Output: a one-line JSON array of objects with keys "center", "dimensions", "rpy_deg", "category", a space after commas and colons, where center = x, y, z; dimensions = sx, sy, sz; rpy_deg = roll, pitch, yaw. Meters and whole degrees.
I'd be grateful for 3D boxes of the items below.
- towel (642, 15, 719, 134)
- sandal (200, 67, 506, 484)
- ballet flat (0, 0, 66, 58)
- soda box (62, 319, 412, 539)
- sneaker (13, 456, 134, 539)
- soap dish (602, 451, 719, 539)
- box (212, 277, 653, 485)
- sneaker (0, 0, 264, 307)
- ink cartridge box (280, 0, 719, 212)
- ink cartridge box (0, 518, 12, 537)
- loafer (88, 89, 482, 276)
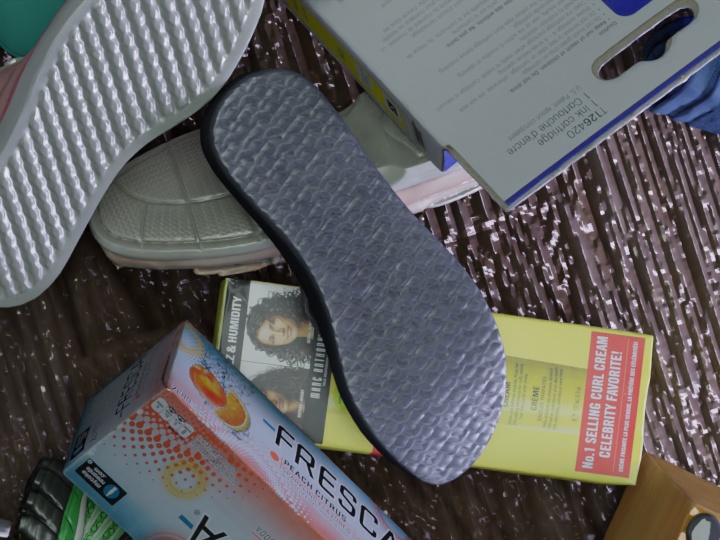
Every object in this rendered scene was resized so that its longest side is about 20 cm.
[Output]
[{"center": [0.231, -0.074, 1.195], "dimensions": [0.199, 0.112, 0.049], "rpy_deg": [17, 86, -5], "category": "towel"}, {"center": [0.000, -0.001, 1.142], "dimensions": [0.076, 0.043, 0.201], "rpy_deg": [-32, 100, -14], "category": "sandal"}, {"center": [-0.091, -0.158, 1.150], "dimensions": [0.069, 0.200, 0.071], "rpy_deg": [44, 45, -9], "category": "ballet flat"}, {"center": [-0.035, 0.120, 1.145], "dimensions": [0.068, 0.064, 0.200], "rpy_deg": [-38, 107, 21], "category": "soda box"}, {"center": [-0.128, 0.189, 1.154], "dimensions": [0.085, 0.078, 0.201], "rpy_deg": [14, 85, -7], "category": "sneaker"}, {"center": [0.189, 0.197, 1.192], "dimensions": [0.199, 0.081, 0.158], "rpy_deg": [26, 84, -6], "category": "soap dish"}, {"center": [0.030, 0.052, 1.194], "dimensions": [0.199, 0.050, 0.076], "rpy_deg": [9, 86, -7], "category": "box"}, {"center": [-0.120, -0.086, 1.142], "dimensions": [0.075, 0.105, 0.200], "rpy_deg": [31, 109, -24], "category": "sneaker"}, {"center": [0.084, -0.137, 1.169], "dimensions": [0.197, 0.047, 0.200], "rpy_deg": [-36, 62, -8], "category": "ink cartridge box"}, {"center": [-0.254, 0.126, 1.122], "dimensions": [0.199, 0.116, 0.068], "rpy_deg": [9, 87, -6], "category": "ink cartridge box"}, {"center": [-0.023, -0.034, 1.188], "dimensions": [0.199, 0.063, 0.072], "rpy_deg": [-18, 55, -5], "category": "loafer"}]
